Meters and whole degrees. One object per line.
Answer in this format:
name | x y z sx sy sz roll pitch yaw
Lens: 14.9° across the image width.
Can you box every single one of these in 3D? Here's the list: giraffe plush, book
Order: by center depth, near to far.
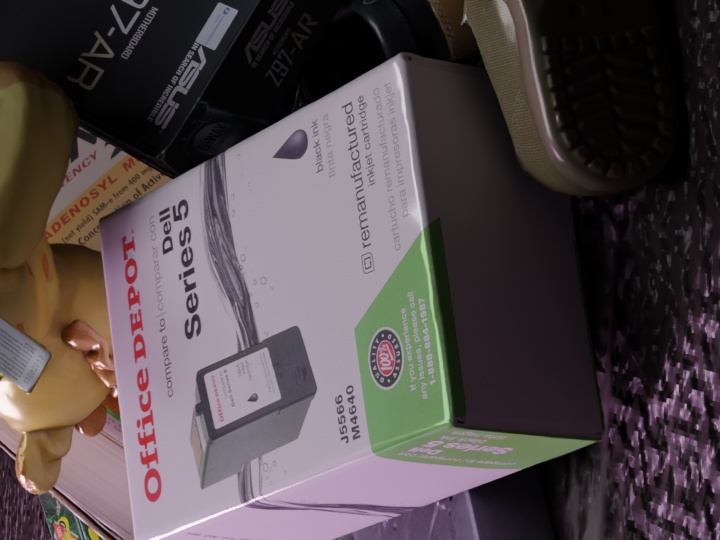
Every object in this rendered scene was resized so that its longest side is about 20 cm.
giraffe plush | -0.159 0.006 1.188 0.200 0.172 0.162 51 -174 28
book | -0.126 0.060 1.360 0.048 0.133 0.200 -49 7 13

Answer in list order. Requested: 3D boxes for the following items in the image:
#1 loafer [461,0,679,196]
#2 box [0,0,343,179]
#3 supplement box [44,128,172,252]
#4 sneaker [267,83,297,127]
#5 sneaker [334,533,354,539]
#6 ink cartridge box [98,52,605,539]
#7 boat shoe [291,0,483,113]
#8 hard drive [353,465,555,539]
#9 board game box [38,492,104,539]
loafer | 0.067 -0.118 1.025 0.067 0.076 0.201 141 129 -59
box | -0.070 -0.147 1.208 0.160 0.043 0.200 30 86 44
supplement box | -0.103 -0.026 1.325 0.200 0.126 0.074 42 168 31
sneaker | -0.042 -0.145 1.363 0.082 0.073 0.201 168 86 -71
sneaker | -0.024 0.146 1.274 0.200 0.070 0.094 -126 39 -56
ink cartridge box | -0.009 0.021 1.088 0.200 0.084 0.146 -25 66 45
boat shoe | 0.000 -0.083 1.227 0.075 0.062 0.200 61 156 5
hard drive | 0.039 0.122 1.140 0.135 0.042 0.201 112 153 -48
board game box | -0.127 0.096 1.401 0.023 0.105 0.200 -45 40 18
